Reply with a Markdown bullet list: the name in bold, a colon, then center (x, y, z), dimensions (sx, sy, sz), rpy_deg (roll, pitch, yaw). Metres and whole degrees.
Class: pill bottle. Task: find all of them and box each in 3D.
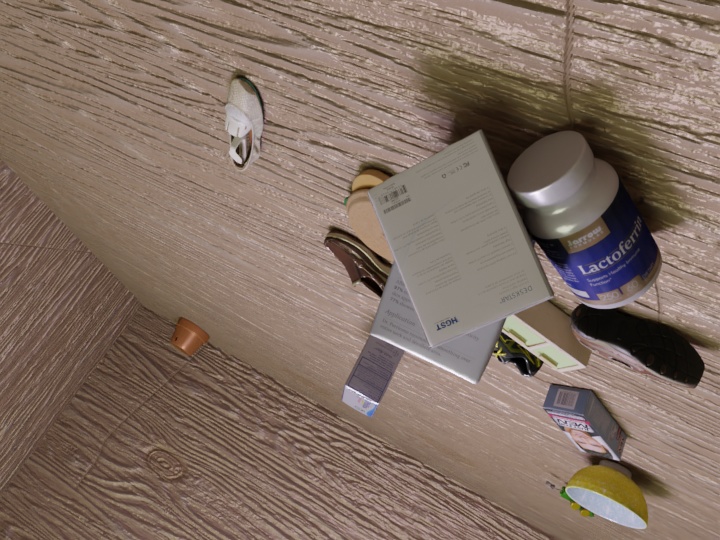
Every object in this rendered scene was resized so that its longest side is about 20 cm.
- **pill bottle**: center (0.264, -0.058, 0.629), dimensions (0.200, 0.117, 0.115), rpy_deg (44, 153, -27)

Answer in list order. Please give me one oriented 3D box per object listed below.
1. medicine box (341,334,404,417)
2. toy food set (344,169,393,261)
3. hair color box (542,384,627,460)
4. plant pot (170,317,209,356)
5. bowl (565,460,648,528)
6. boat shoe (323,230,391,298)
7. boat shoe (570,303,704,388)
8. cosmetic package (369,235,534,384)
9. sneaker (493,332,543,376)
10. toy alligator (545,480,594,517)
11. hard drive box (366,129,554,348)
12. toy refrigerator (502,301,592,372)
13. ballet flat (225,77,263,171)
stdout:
- **medicine box**: center (0.039, 0.265, 1.419), dimensions (0.101, 0.202, 0.183), rpy_deg (27, 156, 8)
- **toy food set**: center (0.057, -0.079, 0.929), dimensions (0.197, 0.049, 0.198), rpy_deg (32, 157, 0)
- **hair color box**: center (0.495, 0.335, 1.168), dimensions (0.200, 0.061, 0.098), rpy_deg (45, 153, -28)
- **plant pot**: center (-0.958, 0.378, 2.942), dimensions (0.197, 0.142, 0.201), rpy_deg (25, 155, 13)
- **bowl**: center (0.638, 0.555, 1.355), dimensions (0.197, 0.109, 0.201), rpy_deg (27, 156, 12)
- **boat shoe**: center (0.002, -0.002, 1.110), dimensions (0.200, 0.076, 0.075), rpy_deg (33, 157, -2)
- **boat shoe**: center (0.426, 0.117, 0.833), dimensions (0.198, 0.076, 0.074), rpy_deg (31, 164, 25)
- **cosmetic package**: center (0.138, 0.019, 0.759), dimensions (0.164, 0.204, 0.166), rpy_deg (23, -169, 17)
- **sneaker**: center (0.272, 0.126, 1.011), dimensions (0.197, 0.086, 0.075), rpy_deg (31, 156, 2)
- **toy alligator**: center (0.682, 0.717, 1.689), dimensions (0.198, 0.060, 0.055), rpy_deg (37, 114, -7)
- **hard drive box**: center (0.119, -0.034, 0.635), dimensions (0.153, 0.204, 0.077), rpy_deg (-24, 173, 19)
- **toy refrigerator**: center (0.305, 0.097, 0.933), dimensions (0.198, 0.071, 0.076), rpy_deg (35, 156, -7)
- **ballet flat**: center (-0.204, -0.241, 0.920), dimensions (0.066, 0.063, 0.201), rpy_deg (28, 156, 6)
